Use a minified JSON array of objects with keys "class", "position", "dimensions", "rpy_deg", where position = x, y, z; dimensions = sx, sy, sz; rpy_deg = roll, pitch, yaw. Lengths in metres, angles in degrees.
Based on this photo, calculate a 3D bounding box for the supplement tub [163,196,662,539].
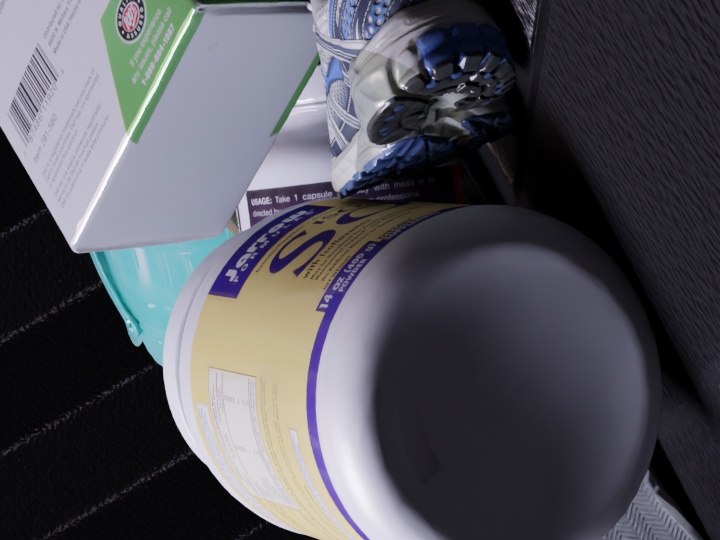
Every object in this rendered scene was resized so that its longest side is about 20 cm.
[{"class":"supplement tub","position":[0.013,0.043,1.035],"dimensions":[0.146,0.145,0.200],"rpy_deg":[61,159,-17]}]

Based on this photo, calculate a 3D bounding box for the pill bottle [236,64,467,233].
[{"class":"pill bottle","position":[0.000,0.000,1.232],"dimensions":[0.112,0.112,0.200],"rpy_deg":[-153,56,-84]}]

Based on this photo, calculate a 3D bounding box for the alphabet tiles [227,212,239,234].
[{"class":"alphabet tiles","position":[-0.010,-0.010,1.465],"dimensions":[0.200,0.006,0.166],"rpy_deg":[22,-164,-37]}]

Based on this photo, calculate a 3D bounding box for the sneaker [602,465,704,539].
[{"class":"sneaker","position":[0.089,0.076,1.206],"dimensions":[0.200,0.074,0.116],"rpy_deg":[60,174,-24]}]

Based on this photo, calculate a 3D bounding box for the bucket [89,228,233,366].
[{"class":"bucket","position":[-0.081,-0.049,1.639],"dimensions":[0.207,0.207,0.135],"rpy_deg":[56,168,48]}]

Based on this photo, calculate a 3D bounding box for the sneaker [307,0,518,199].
[{"class":"sneaker","position":[0.017,-0.088,0.992],"dimensions":[0.200,0.077,0.085],"rpy_deg":[116,134,-77]}]

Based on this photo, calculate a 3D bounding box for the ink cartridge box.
[{"class":"ink cartridge box","position":[-0.110,-0.131,1.106],"dimensions":[0.200,0.084,0.146],"rpy_deg":[58,134,29]}]
